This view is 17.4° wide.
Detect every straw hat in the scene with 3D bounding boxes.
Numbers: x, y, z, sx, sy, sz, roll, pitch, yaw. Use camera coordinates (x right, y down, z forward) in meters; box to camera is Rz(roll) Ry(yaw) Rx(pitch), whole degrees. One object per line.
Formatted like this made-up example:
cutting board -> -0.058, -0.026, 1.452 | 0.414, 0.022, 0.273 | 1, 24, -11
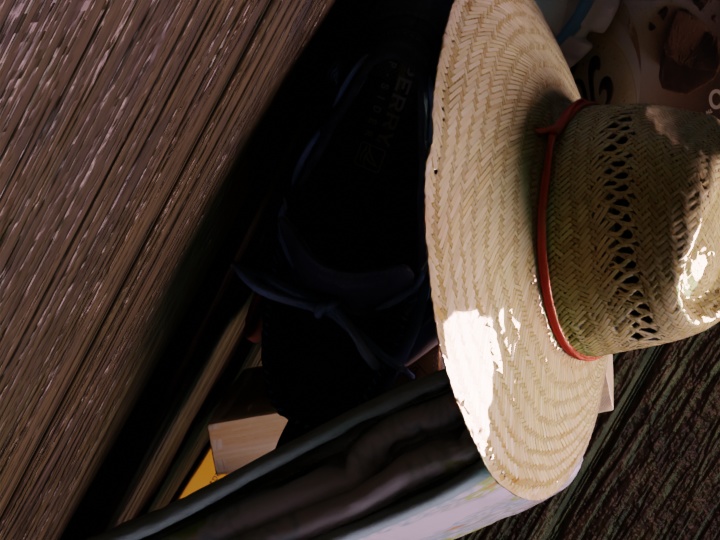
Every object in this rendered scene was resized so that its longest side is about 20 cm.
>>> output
straw hat -> 0.097, -0.016, 0.850 | 0.201, 0.085, 0.203 | -7, 90, -66

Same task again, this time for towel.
towel -> -0.013, 0.097, 0.946 | 0.199, 0.048, 0.171 | -23, 169, 8

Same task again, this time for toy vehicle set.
toy vehicle set -> 0.029, 0.060, 1.196 | 0.124, 0.198, 0.027 | -57, 137, -77

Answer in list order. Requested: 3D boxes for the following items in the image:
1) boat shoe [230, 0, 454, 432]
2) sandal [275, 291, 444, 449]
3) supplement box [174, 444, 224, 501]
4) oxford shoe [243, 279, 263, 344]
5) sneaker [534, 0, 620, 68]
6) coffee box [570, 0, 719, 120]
boat shoe -> -0.010, -0.017, 0.888 | 0.069, 0.084, 0.201 | -63, 164, -56
sandal -> 0.032, 0.032, 0.996 | 0.200, 0.055, 0.082 | -42, -174, 29
supplement box -> -0.041, 0.229, 1.354 | 0.133, 0.199, 0.198 | -58, 176, -41
oxford shoe -> 0.000, 0.000, 1.100 | 0.072, 0.073, 0.200 | -62, 174, 20
sneaker -> 0.016, -0.070, 0.954 | 0.201, 0.075, 0.086 | -55, 145, 10
coffee box -> 0.144, -0.076, 0.971 | 0.199, 0.079, 0.114 | -26, -112, 45
